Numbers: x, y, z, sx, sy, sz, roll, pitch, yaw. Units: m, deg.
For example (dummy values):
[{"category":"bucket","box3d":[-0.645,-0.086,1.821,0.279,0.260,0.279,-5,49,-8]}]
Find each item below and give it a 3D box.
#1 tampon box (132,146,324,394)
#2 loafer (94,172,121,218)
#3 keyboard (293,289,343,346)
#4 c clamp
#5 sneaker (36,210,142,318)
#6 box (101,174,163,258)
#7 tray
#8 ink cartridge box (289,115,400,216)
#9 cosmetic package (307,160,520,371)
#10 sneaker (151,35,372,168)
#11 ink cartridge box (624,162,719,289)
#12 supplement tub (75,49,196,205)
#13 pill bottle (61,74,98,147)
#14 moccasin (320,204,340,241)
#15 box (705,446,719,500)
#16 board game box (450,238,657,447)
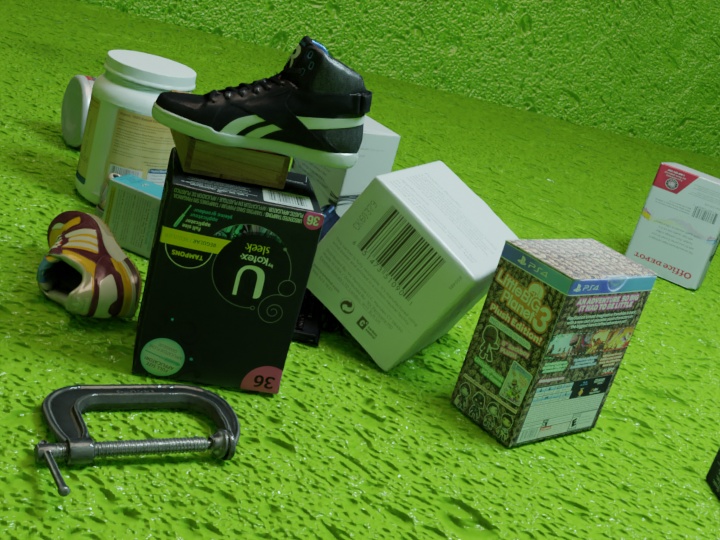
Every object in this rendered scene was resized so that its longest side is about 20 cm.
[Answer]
[{"category":"tampon box","box3d":[-0.137,0.001,0.997,0.150,0.200,0.126,10,20,-14]},{"category":"loafer","box3d":[-0.251,-0.073,1.310,0.200,0.063,0.072,16,19,-1]},{"category":"keyboard","box3d":[-0.067,0.031,1.218,0.104,0.040,0.200,14,20,-6]},{"category":"c clamp","box3d":[-0.187,0.141,0.847,0.200,0.027,0.171,0,20,-36]},{"category":"sneaker","box3d":[-0.316,-0.013,1.079,0.090,0.075,0.200,3,22,-42]},{"category":"box","box3d":[-0.225,-0.048,1.237,0.200,0.082,0.049,22,19,13]},{"category":"tray","box3d":[-0.141,-0.137,1.017,0.098,0.037,0.200,9,21,-19]},{"category":"ink cartridge box","box3d":[-0.036,-0.128,1.432,0.086,0.200,0.146,3,24,-35]},{"category":"cosmetic package","box3d":[0.065,-0.012,1.186,0.165,0.165,0.200,47,26,12]},{"category":"sneaker","box3d":[-0.088,-0.171,0.929,0.200,0.112,0.073,10,19,-15]},{"category":"ink cartridge box","box3d":[0.601,-0.086,1.849,0.147,0.200,0.086,26,21,25]},{"category":"supplement tub","box3d":[-0.310,-0.192,1.381,0.144,0.200,0.145,15,19,-6]},{"category":"pill bottle","box3d":[-0.373,-0.247,1.611,0.200,0.114,0.114,3,23,-34]},{"category":"moccasin","box3d":[-0.085,-0.044,1.204,0.080,0.068,0.200,-13,2,23]},{"category":"box","box3d":[0.468,0.265,1.015,0.160,0.044,0.200,14,20,-8]},{"category":"board game box","box3d":[0.210,0.075,1.085,0.159,0.200,0.097,-1,26,-43]}]
